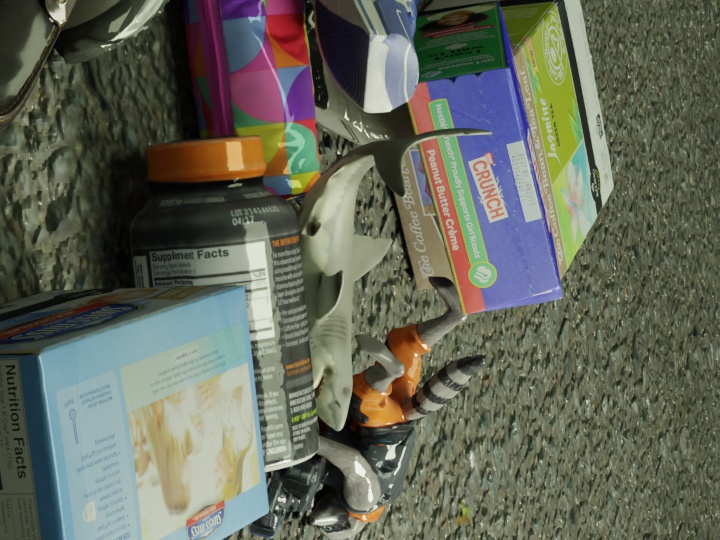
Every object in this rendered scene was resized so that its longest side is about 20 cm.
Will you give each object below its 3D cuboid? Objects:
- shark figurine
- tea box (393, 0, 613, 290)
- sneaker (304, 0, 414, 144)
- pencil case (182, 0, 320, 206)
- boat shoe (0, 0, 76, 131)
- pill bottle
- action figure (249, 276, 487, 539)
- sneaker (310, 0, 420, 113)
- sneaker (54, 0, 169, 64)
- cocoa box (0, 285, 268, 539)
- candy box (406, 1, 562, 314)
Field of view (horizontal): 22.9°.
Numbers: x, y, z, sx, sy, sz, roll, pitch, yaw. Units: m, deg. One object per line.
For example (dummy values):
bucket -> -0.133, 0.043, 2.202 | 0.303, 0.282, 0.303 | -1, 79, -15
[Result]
shark figurine -> -0.002, -0.022, 1.122 | 0.089, 0.128, 0.215 | -8, 131, -40
tea box -> 0.114, -0.116, 1.496 | 0.197, 0.133, 0.200 | -52, 133, -54
sneaker -> -0.034, -0.148, 1.282 | 0.200, 0.072, 0.072 | 34, 81, -45
pencil case -> -0.073, -0.134, 1.162 | 0.088, 0.088, 0.200 | -15, 99, -65
boat shoe -> -0.176, -0.166, 0.922 | 0.074, 0.073, 0.200 | 23, 63, -28
pill bottle -> -0.085, 0.019, 1.083 | 0.106, 0.106, 0.200 | -13, 99, -65
action figure -> 0.003, 0.120, 1.223 | 0.200, 0.104, 0.194 | -59, 172, -56
sneaker -> 0.020, -0.197, 1.172 | 0.081, 0.115, 0.200 | 99, -24, -44
sneaker -> -0.150, -0.202, 1.028 | 0.079, 0.074, 0.200 | 44, 41, -43
cocoa box -> -0.151, 0.087, 0.902 | 0.200, 0.131, 0.134 | -20, 105, -64
candy box -> 0.085, -0.084, 1.258 | 0.200, 0.077, 0.169 | -88, 164, -70
